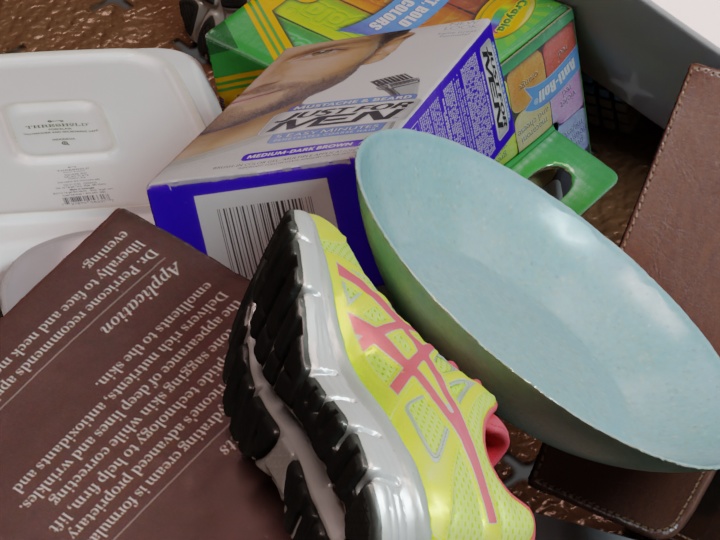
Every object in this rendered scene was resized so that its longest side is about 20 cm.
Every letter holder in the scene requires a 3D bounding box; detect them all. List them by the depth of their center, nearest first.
[{"bbox_3d":[0.187,0.032,1.303,0.142,0.100,0.201,22,90,36],"label":"letter holder"}]

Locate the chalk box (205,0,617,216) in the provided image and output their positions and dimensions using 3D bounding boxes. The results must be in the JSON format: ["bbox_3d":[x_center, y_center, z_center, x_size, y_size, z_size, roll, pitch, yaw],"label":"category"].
[{"bbox_3d":[0.038,-0.075,1.535,0.199,0.124,0.125,25,52,37],"label":"chalk box"}]

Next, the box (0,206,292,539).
[{"bbox_3d":[-0.069,0.115,1.213,0.199,0.165,0.166,31,60,29],"label":"box"}]

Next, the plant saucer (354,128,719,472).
[{"bbox_3d":[0.069,0.022,1.205,0.200,0.039,0.201,32,21,-14],"label":"plant saucer"}]

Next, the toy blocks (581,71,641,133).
[{"bbox_3d":[0.145,-0.139,1.624,0.199,0.100,0.137,16,58,23],"label":"toy blocks"}]

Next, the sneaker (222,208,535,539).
[{"bbox_3d":[0.008,0.053,1.109,0.090,0.078,0.200,9,36,-24],"label":"sneaker"}]

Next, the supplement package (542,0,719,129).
[{"bbox_3d":[0.177,-0.150,1.515,0.200,0.120,0.121,36,73,13],"label":"supplement package"}]

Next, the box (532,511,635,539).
[{"bbox_3d":[0.043,0.186,1.287,0.155,0.041,0.200,13,46,28],"label":"box"}]

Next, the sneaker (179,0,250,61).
[{"bbox_3d":[-0.017,-0.158,1.697,0.199,0.081,0.083,0,6,34],"label":"sneaker"}]

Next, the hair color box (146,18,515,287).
[{"bbox_3d":[-0.009,-0.051,1.337,0.109,0.065,0.200,-7,17,19],"label":"hair color box"}]

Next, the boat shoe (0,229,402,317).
[{"bbox_3d":[-0.064,0.025,1.369,0.199,0.066,0.072,0,70,5],"label":"boat shoe"}]

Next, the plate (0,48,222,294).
[{"bbox_3d":[-0.149,-0.057,1.462,0.198,0.032,0.200,-4,36,-18],"label":"plate"}]

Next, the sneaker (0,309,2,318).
[{"bbox_3d":[-0.130,-0.012,1.531,0.199,0.088,0.076,-21,41,-9],"label":"sneaker"}]
